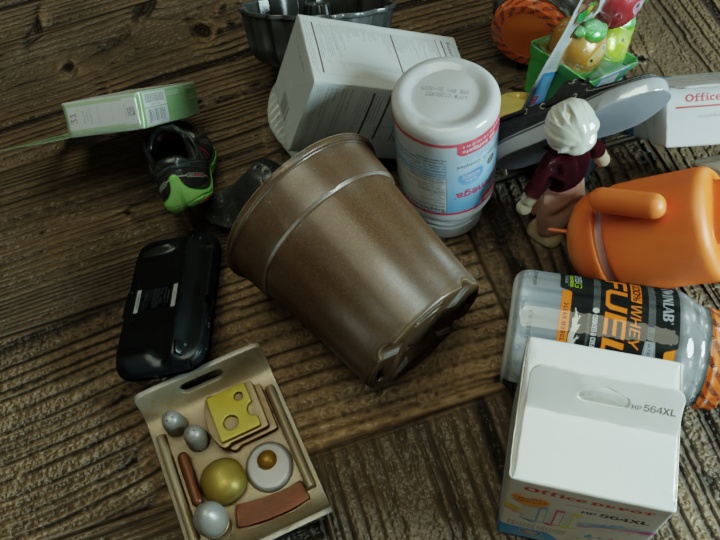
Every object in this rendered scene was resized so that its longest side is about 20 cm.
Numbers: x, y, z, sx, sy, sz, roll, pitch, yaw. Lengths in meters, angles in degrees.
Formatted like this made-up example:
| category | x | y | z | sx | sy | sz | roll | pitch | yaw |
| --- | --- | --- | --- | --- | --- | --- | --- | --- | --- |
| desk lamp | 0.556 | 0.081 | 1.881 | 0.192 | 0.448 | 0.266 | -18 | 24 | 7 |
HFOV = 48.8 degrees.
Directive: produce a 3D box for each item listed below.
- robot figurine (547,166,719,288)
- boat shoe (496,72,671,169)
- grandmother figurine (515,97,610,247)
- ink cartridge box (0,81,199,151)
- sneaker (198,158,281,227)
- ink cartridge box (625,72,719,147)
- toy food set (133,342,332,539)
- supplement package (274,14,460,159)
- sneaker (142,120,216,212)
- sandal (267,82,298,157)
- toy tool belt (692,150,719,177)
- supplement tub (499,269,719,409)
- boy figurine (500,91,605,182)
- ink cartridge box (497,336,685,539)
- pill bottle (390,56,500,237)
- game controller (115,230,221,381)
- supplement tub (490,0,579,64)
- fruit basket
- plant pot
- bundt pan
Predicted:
| category | x | y | z | sx | sy | sz | roll | pitch | yaw |
| --- | --- | --- | --- | --- | --- | --- | --- | --- | --- |
| robot figurine | 0.295 | -0.039 | 0.798 | 0.200 | 0.144 | 0.117 | -11 | 95 | 39 |
| boat shoe | 0.226 | -0.171 | 0.845 | 0.200 | 0.070 | 0.066 | -23 | 67 | 41 |
| grandmother figurine | 0.210 | -0.100 | 0.830 | 0.061 | 0.200 | 0.121 | 39 | 70 | 25 |
| ink cartridge box | -0.318 | -0.190 | 0.970 | 0.200 | 0.048 | 0.146 | -3 | 17 | 16 |
| sneaker | -0.090 | -0.099 | 0.920 | 0.200 | 0.060 | 0.104 | -39 | 72 | 16 |
| ink cartridge box | 0.371 | -0.176 | 0.865 | 0.116 | 0.067 | 0.200 | -4 | 15 | 5 |
| toy food set | -0.131 | 0.181 | 0.786 | 0.143 | 0.060 | 0.200 | -24 | 60 | -7 |
| supplement package | 0.015 | -0.208 | 0.927 | 0.200 | 0.110 | 0.114 | 2 | 54 | -22 |
| sneaker | -0.218 | -0.145 | 0.955 | 0.077 | 0.084 | 0.200 | -22 | 33 | -5 |
| sandal | -0.061 | -0.167 | 0.993 | 0.082 | 0.050 | 0.203 | -28 | 61 | 9 |
| toy tool belt | 0.452 | -0.067 | 0.824 | 0.123 | 0.125 | 0.200 | -15 | 30 | -34 |
| supplement tub | 0.242 | 0.071 | 0.771 | 0.200 | 0.123 | 0.123 | 8 | 61 | 11 |
| boy figurine | 0.185 | -0.164 | 0.950 | 0.200 | 0.064 | 0.124 | 24 | 62 | 20 |
| ink cartridge box | 0.192 | 0.153 | 0.683 | 0.128 | 0.200 | 0.125 | 8 | 61 | 12 |
| pill bottle | 0.093 | -0.123 | 0.857 | 0.109 | 0.200 | 0.109 | -3 | 60 | 5 |
| game controller | -0.211 | 0.035 | 0.880 | 0.104 | 0.042 | 0.200 | -16 | 44 | 14 |
| supplement tub | 0.248 | -0.371 | 1.030 | 0.122 | 0.123 | 0.200 | 18 | 64 | 17 |
| fruit basket | 0.277 | -0.275 | 0.894 | 0.094 | 0.200 | 0.185 | 46 | 46 | 16 |
| plant pot | 0.000 | 0.000 | 0.811 | 0.200 | 0.200 | 0.198 | -37 | 70 | -15 |
| bundt pan | -0.052 | -0.305 | 1.019 | 0.202 | 0.076 | 0.202 | -2 | 26 | 1 |
